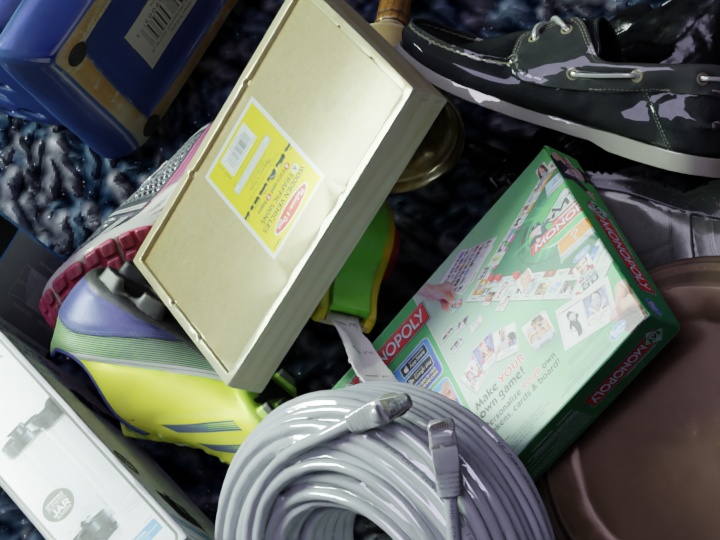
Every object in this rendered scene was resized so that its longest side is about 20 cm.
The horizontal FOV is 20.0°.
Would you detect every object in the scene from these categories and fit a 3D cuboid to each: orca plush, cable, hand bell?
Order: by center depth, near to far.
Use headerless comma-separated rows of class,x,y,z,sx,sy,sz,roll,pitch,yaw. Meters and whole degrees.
cable,0.011,0.155,1.057,0.200,0.069,0.201,-11,100,42
orca plush,0.145,-0.115,1.173,0.200,0.071,0.105,-23,59,14
hand bell,0.018,-0.154,1.245,0.104,0.104,0.200,-11,46,20

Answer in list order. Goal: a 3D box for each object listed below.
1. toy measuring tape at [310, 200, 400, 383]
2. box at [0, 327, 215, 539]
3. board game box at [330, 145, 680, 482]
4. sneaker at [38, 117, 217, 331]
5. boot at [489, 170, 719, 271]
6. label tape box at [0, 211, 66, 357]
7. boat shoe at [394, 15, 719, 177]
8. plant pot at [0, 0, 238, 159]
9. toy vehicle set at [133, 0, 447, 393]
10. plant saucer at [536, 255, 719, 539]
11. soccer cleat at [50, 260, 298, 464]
toy measuring tape,0.000,0.000,1.141,0.074,0.074,0.200,-40,36,4
box,-0.152,0.126,1.174,0.060,0.117,0.200,-47,57,-1
board game box,0.072,0.050,1.103,0.200,0.029,0.135,-49,43,24
sneaker,-0.111,-0.025,1.256,0.200,0.081,0.075,-38,29,5
boot,0.154,0.017,1.117,0.199,0.068,0.131,3,75,27
label tape box,-0.269,0.052,1.244,0.066,0.143,0.200,26,80,32
boat shoe,0.114,-0.109,1.115,0.200,0.072,0.068,19,107,20
plant pot,-0.190,-0.197,1.295,0.180,0.200,0.200,29,81,25
toy vehicle set,-0.044,-0.048,1.138,0.200,0.026,0.124,-57,47,19
plant saucer,0.178,0.091,1.058,0.200,0.029,0.201,-3,83,26
soccer cleat,-0.096,0.078,1.192,0.200,0.065,0.084,38,107,13
